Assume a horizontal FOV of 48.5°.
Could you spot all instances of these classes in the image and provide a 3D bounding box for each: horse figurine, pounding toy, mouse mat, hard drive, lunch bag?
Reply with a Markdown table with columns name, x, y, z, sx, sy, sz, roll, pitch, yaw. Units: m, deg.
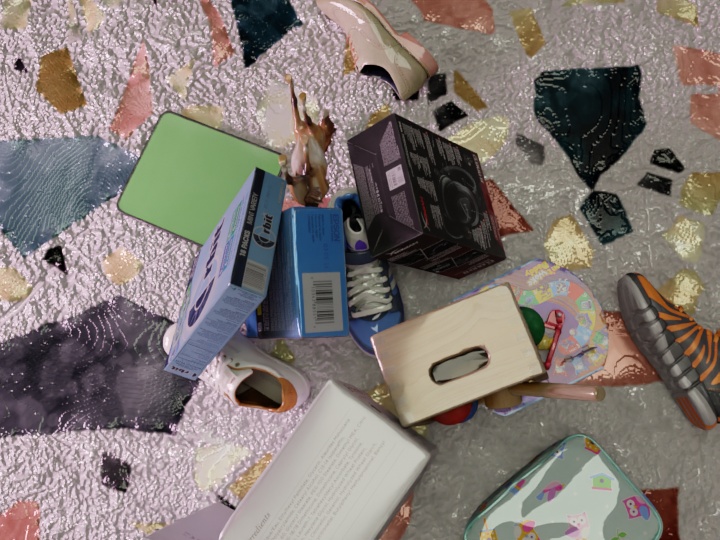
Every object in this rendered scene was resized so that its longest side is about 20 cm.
| name | x | y | z | sx | sy | sz | roll | pitch | yaw |
| --- | --- | --- | --- | --- | --- | --- | --- | --- | --- |
| horse figurine | -0.063 | -0.141 | 0.974 | 0.050 | 0.133 | 0.200 | -8 | 57 | 8 |
| pounding toy | 0.137 | 0.106 | 0.858 | 0.200 | 0.184 | 0.142 | -22 | 76 | 10 |
| mouse mat | -0.217 | -0.118 | 1.081 | 0.200 | 0.008 | 0.161 | 22 | 81 | 13 |
| hard drive | -0.144 | 0.311 | 0.873 | 0.132 | 0.200 | 0.025 | 26 | 89 | 12 |
| lunch bag | 0.223 | 0.296 | 0.892 | 0.200 | 0.077 | 0.160 | -41 | 77 | -3 |

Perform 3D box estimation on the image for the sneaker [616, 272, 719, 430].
| name | x | y | z | sx | sy | sz | roll | pitch | yaw |
| --- | --- | --- | --- | --- | --- | --- | --- | --- | --- |
| sneaker | 0.389 | 0.074 | 0.929 | 0.112 | 0.078 | 0.200 | -30 | 86 | -4 |

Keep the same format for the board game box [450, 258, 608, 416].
| name | x | y | z | sx | sy | sz | roll | pitch | yaw |
| --- | --- | --- | --- | --- | --- | --- | --- | --- | --- |
| board game box | 0.198 | 0.075 | 0.963 | 0.200 | 0.039 | 0.158 | -26 | 75 | 1 |

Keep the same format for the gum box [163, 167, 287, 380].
| name | x | y | z | sx | sy | sz | roll | pitch | yaw |
| --- | --- | --- | --- | --- | --- | --- | --- | --- | --- |
| gum box | -0.155 | 0.007 | 0.918 | 0.044 | 0.200 | 0.170 | 23 | 47 | -21 |

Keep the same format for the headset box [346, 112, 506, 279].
| name | x | y | z | sx | sy | sz | roll | pitch | yaw |
| --- | --- | --- | --- | --- | --- | --- | --- | --- | --- |
| headset box | 0.086 | -0.079 | 0.941 | 0.077 | 0.200 | 0.149 | -24 | 68 | 33 |

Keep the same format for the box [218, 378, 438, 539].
| name | x | y | z | sx | sy | sz | roll | pitch | yaw |
| --- | --- | --- | --- | --- | --- | --- | --- | --- | --- |
| box | -0.024 | 0.239 | 0.873 | 0.131 | 0.199 | 0.200 | 34 | 86 | 12 |

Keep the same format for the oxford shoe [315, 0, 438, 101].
| name | x | y | z | sx | sy | sz | roll | pitch | yaw |
| --- | --- | --- | --- | --- | --- | --- | --- | --- | --- |
| oxford shoe | 0.007 | -0.306 | 1.062 | 0.200 | 0.071 | 0.074 | 40 | 88 | 14 |

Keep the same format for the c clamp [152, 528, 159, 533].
| name | x | y | z | sx | sy | sz | roll | pitch | yaw |
| --- | --- | --- | --- | --- | --- | --- | --- | --- | --- |
| c clamp | -0.159 | 0.396 | 0.923 | 0.200 | 0.027 | 0.171 | -1 | 88 | 20 |

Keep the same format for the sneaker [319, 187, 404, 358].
| name | x | y | z | sx | sy | sz | roll | pitch | yaw |
| --- | --- | --- | --- | --- | --- | --- | --- | --- | --- |
| sneaker | 0.000 | 0.000 | 0.953 | 0.080 | 0.146 | 0.200 | -11 | 76 | 5 |

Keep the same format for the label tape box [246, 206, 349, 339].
| name | x | y | z | sx | sy | sz | roll | pitch | yaw |
| --- | --- | --- | --- | --- | --- | --- | --- | --- | --- |
| label tape box | -0.082 | 0.009 | 0.954 | 0.063 | 0.200 | 0.145 | -2 | 86 | -24 |

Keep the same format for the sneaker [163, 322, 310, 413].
| name | x | y | z | sx | sy | sz | roll | pitch | yaw |
| --- | --- | --- | --- | --- | --- | --- | --- | --- | --- |
| sneaker | -0.162 | 0.115 | 0.975 | 0.200 | 0.085 | 0.073 | 21 | 100 | 13 |
